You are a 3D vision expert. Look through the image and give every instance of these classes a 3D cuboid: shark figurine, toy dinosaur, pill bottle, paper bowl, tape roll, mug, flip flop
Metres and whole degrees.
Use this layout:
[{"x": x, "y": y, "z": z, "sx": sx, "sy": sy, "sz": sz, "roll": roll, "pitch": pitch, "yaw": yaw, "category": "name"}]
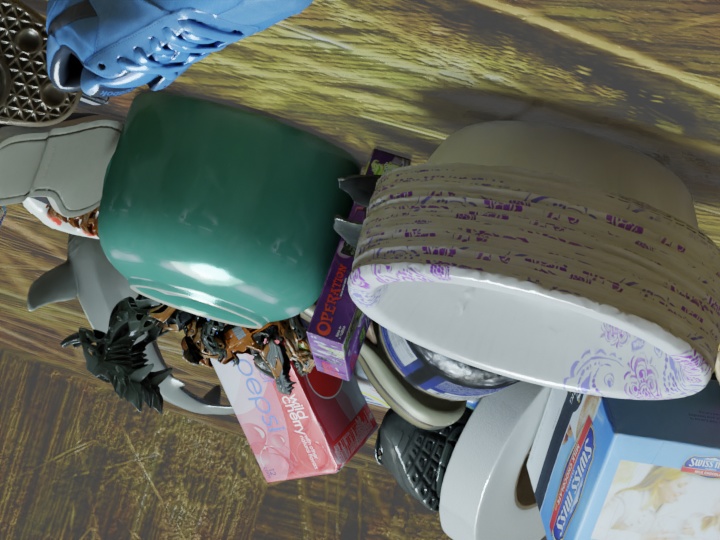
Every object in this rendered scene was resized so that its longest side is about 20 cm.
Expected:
[{"x": -0.151, "y": 0.035, "z": 1.946, "sx": 0.089, "sy": 0.215, "sz": 0.128, "roll": -28, "pitch": -173, "yaw": 40, "category": "shark figurine"}, {"x": -0.125, "y": 0.022, "z": 1.800, "sx": 0.200, "sy": 0.136, "sz": 0.102, "roll": 37, "pitch": -179, "yaw": 29, "category": "toy dinosaur"}, {"x": 0.074, "y": 0.023, "z": 1.715, "sx": 0.111, "sy": 0.112, "sz": 0.200, "roll": 17, "pitch": 172, "yaw": -4, "category": "pill bottle"}, {"x": 0.100, "y": -0.010, "z": 1.426, "sx": 0.200, "sy": 0.105, "sz": 0.201, "roll": 14, "pitch": 167, "yaw": 3, "category": "paper bowl"}, {"x": 0.132, "y": 0.118, "z": 1.942, "sx": 0.037, "sy": 0.203, "sz": 0.203, "roll": 33, "pitch": 180, "yaw": 26, "category": "tape roll"}, {"x": -0.088, "y": -0.030, "z": 1.672, "sx": 0.151, "sy": 0.115, "sz": 0.185, "roll": 17, "pitch": 172, "yaw": -6, "category": "mug"}, {"x": 0.007, "y": 0.022, "z": 1.834, "sx": 0.200, "sy": 0.081, "sz": 0.058, "roll": 49, "pitch": 134, "yaw": -1, "category": "flip flop"}]

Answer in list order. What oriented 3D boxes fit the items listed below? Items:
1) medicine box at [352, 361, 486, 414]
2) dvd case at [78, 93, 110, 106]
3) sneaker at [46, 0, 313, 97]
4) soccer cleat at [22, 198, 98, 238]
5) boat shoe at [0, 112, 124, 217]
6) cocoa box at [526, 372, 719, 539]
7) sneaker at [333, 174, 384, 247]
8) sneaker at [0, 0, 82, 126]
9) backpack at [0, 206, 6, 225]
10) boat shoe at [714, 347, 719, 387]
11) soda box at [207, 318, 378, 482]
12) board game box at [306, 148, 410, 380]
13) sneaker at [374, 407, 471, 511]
[{"x": 0.035, "y": 0.045, "z": 1.989, "sx": 0.199, "sy": 0.103, "sz": 0.182, "roll": 12, "pitch": 171, "yaw": 21, "category": "medicine box"}, {"x": -0.260, "y": -0.132, "z": 1.676, "sx": 0.148, "sy": 0.016, "sz": 0.200, "roll": 21, "pitch": 171, "yaw": -29, "category": "dvd case"}, {"x": -0.084, "y": -0.113, "z": 1.234, "sx": 0.066, "sy": 0.079, "sz": 0.200, "roll": 24, "pitch": 168, "yaw": -33, "category": "sneaker"}, {"x": -0.183, "y": -0.056, "z": 1.875, "sx": 0.200, "sy": 0.069, "sz": 0.078, "roll": 31, "pitch": -170, "yaw": -42, "category": "soccer cleat"}, {"x": -0.212, "y": -0.079, "z": 1.726, "sx": 0.063, "sy": 0.073, "sz": 0.200, "roll": 30, "pitch": -167, "yaw": 20, "category": "boat shoe"}, {"x": 0.232, "y": 0.135, "z": 1.831, "sx": 0.199, "sy": 0.134, "sz": 0.131, "roll": 9, "pitch": -147, "yaw": -14, "category": "cocoa box"}, {"x": 0.089, "y": -0.020, "z": 1.552, "sx": 0.199, "sy": 0.060, "sz": 0.104, "roll": 1, "pitch": 153, "yaw": 12, "category": "sneaker"}, {"x": -0.246, "y": -0.141, "z": 1.478, "sx": 0.199, "sy": 0.071, "sz": 0.076, "roll": 22, "pitch": -170, "yaw": -16, "category": "sneaker"}, {"x": -0.343, "y": -0.071, "z": 1.775, "sx": 0.201, "sy": 0.134, "sz": 0.183, "roll": 58, "pitch": -173, "yaw": -10, "category": "backpack"}, {"x": 0.261, "y": 0.053, "z": 1.696, "sx": 0.073, "sy": 0.070, "sz": 0.200, "roll": 15, "pitch": 172, "yaw": 8, "category": "boat shoe"}, {"x": -0.065, "y": 0.046, "z": 1.874, "sx": 0.070, "sy": 0.063, "sz": 0.201, "roll": -11, "pitch": 113, "yaw": 34, "category": "soda box"}, {"x": 0.000, "y": 0.000, "z": 1.684, "sx": 0.032, "sy": 0.121, "sz": 0.200, "roll": 15, "pitch": 171, "yaw": 3, "category": "board game box"}, {"x": 0.044, "y": 0.132, "z": 1.951, "sx": 0.090, "sy": 0.076, "sz": 0.200, "roll": 23, "pitch": 171, "yaw": 24, "category": "sneaker"}]
